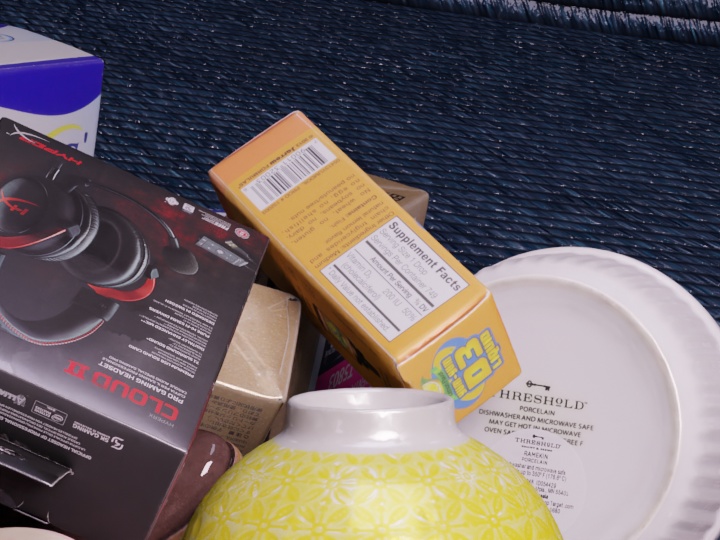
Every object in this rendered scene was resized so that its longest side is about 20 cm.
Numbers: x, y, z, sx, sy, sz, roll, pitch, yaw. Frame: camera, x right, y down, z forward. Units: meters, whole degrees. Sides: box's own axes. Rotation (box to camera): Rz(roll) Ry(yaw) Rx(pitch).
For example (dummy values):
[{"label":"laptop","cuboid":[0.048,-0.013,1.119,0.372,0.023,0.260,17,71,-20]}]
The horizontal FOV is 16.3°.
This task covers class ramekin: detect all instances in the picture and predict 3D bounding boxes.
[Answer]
[{"label":"ramekin","cuboid":[0.104,0.084,1.336,0.199,0.202,0.105,12,-1,17]}]

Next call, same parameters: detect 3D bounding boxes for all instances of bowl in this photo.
[{"label":"bowl","cuboid":[0.006,0.114,1.182,0.199,0.109,0.200,0,5,0]}]

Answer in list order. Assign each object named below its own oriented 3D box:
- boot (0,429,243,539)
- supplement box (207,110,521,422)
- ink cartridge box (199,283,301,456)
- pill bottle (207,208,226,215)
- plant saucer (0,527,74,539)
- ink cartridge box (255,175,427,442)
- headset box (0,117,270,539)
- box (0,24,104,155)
[{"label":"boot","cuboid":[-0.175,0.082,1.243,0.199,0.167,0.073,-16,39,17]},{"label":"supplement box","cuboid":[0.000,0.000,1.298,0.069,0.067,0.200,-33,45,-9]},{"label":"ink cartridge box","cuboid":[-0.149,0.060,1.324,0.199,0.165,0.075,17,49,-10]},{"label":"pill bottle","cuboid":[-0.113,0.015,1.669,0.198,0.117,0.116,4,16,-14]},{"label":"plant saucer","cuboid":[-0.172,0.173,1.059,0.199,0.051,0.201,-15,27,8]},{"label":"ink cartridge box","cuboid":[-0.036,0.038,1.504,0.075,0.166,0.200,16,18,16]},{"label":"headset box","cuboid":[-0.139,0.034,1.160,0.148,0.075,0.200,24,34,-3]},{"label":"box","cuboid":[-0.279,-0.052,1.672,0.104,0.201,0.183,19,20,35]}]
